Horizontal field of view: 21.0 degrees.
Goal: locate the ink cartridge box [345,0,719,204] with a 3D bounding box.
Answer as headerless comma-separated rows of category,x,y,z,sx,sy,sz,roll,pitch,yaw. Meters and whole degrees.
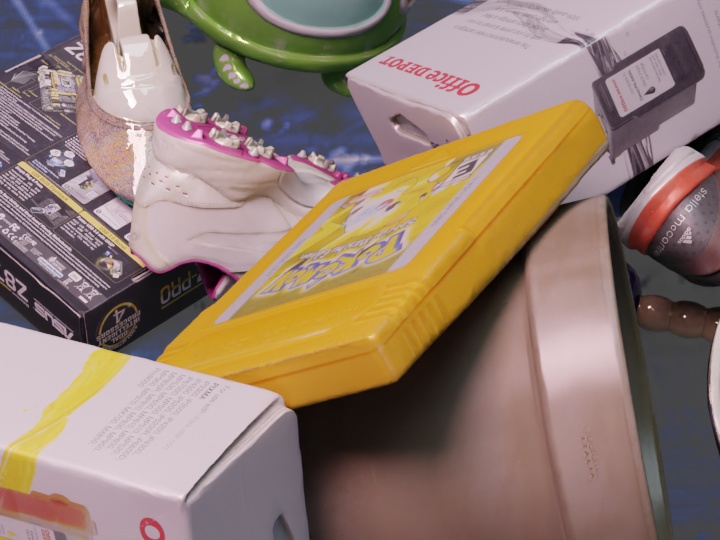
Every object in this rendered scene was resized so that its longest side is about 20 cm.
ink cartridge box,0.112,-0.106,1.046,0.199,0.084,0.145,-31,24,-15

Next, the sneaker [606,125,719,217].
sneaker,0.166,-0.105,1.175,0.110,0.077,0.201,6,43,5

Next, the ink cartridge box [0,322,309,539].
ink cartridge box,-0.128,0.112,0.848,0.198,0.146,0.083,11,34,26

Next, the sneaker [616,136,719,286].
sneaker,0.198,-0.020,1.039,0.082,0.077,0.200,40,23,14

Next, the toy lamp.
toy lamp,0.225,0.036,1.043,0.198,0.059,0.058,13,44,13

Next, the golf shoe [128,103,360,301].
golf shoe,-0.041,-0.021,1.060,0.199,0.092,0.075,20,10,-34

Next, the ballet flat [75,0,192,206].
ballet flat,-0.134,-0.117,1.114,0.067,0.068,0.201,-6,41,-15

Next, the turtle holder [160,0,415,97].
turtle holder,-0.051,-0.204,1.214,0.184,0.132,0.141,23,42,5

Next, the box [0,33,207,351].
box,-0.159,-0.048,1.121,0.199,0.049,0.161,35,53,30

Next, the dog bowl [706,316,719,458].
dog bowl,0.263,0.074,0.948,0.198,0.074,0.202,-1,65,1

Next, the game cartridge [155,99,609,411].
game cartridge,0.000,0.000,0.887,0.175,0.033,0.200,-17,19,43

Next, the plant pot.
plant pot,0.050,0.079,0.910,0.172,0.201,0.201,-11,42,9
